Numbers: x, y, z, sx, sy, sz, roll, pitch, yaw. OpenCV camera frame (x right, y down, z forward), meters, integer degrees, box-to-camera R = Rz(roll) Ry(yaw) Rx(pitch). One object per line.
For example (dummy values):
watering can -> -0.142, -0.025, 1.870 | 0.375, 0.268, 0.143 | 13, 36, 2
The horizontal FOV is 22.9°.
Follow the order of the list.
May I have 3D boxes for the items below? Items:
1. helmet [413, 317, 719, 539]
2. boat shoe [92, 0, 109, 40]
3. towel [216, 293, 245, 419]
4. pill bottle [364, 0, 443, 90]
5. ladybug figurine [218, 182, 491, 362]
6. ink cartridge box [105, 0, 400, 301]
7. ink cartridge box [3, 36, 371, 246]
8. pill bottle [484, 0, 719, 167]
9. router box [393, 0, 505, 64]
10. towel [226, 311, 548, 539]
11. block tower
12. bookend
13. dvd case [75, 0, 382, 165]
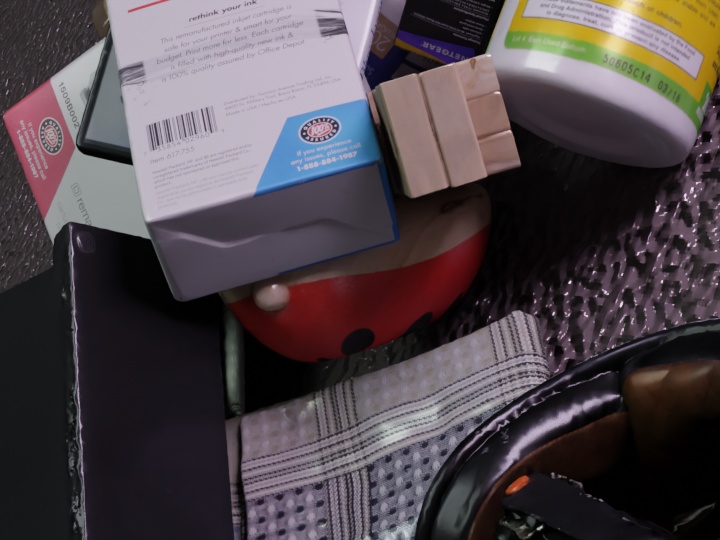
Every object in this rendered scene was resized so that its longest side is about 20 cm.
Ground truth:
helmet -> 0.124, 0.134, 0.581 | 0.199, 0.192, 0.200 | -22, 22, 9
boat shoe -> -0.091, -0.170, 1.228 | 0.068, 0.199, 0.072 | -36, 73, 31
towel -> -0.109, 0.091, 1.147 | 0.201, 0.034, 0.193 | -100, 24, -47
pill bottle -> -0.021, -0.107, 1.112 | 0.200, 0.111, 0.111 | -51, 31, 25
ladybug figurine -> 0.000, 0.000, 0.948 | 0.135, 0.200, 0.072 | -10, 98, 33
ink cartridge box -> -0.059, -0.095, 0.886 | 0.115, 0.068, 0.201 | -15, 53, 1
ink cartridge box -> -0.097, -0.078, 1.047 | 0.199, 0.083, 0.147 | -31, 76, 30
pill bottle -> 0.142, -0.163, 0.876 | 0.111, 0.111, 0.201 | 6, 72, 61
router box -> 0.084, -0.230, 0.975 | 0.201, 0.052, 0.158 | -67, -3, -46
towel -> 0.006, 0.125, 0.862 | 0.199, 0.035, 0.194 | -22, 49, 23
block tower -> 0.035, -0.069, 0.872 | 0.200, 0.054, 0.058 | -116, 11, -84
bookend -> -0.164, 0.107, 0.898 | 0.199, 0.092, 0.200 | -24, 64, 40
dvd case -> -0.061, -0.143, 0.961 | 0.018, 0.142, 0.201 | 71, -147, -76
